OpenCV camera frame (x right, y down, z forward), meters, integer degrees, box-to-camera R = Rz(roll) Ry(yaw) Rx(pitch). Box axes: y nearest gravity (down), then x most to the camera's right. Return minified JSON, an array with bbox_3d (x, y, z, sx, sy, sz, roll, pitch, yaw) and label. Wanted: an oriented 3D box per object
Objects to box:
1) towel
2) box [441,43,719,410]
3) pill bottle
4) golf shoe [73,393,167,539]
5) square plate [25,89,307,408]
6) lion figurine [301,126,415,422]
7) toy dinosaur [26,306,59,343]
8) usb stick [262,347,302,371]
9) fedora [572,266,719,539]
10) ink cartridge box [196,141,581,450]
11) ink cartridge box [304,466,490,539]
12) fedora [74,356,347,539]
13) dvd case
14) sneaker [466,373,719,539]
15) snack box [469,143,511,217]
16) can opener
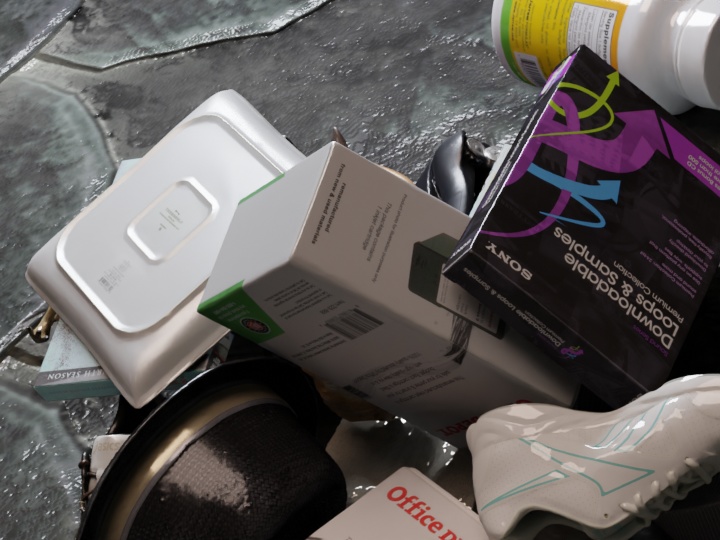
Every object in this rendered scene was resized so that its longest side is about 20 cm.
[{"bbox_3d":[0.050,0.096,1.594,0.132,0.035,0.200,-1,39,30],"label":"towel"},{"bbox_3d":[0.145,-0.026,1.439,0.036,0.143,0.201,-43,12,49],"label":"box"},{"bbox_3d":[0.203,-0.177,1.808,0.199,0.112,0.111,18,51,44],"label":"pill bottle"},{"bbox_3d":[-0.161,0.158,1.576,0.077,0.095,0.201,-8,38,19],"label":"golf shoe"},{"bbox_3d":[-0.120,-0.025,1.625,0.198,0.028,0.200,-41,40,-5],"label":"square plate"},{"bbox_3d":[0.000,0.000,1.591,0.122,0.072,0.202,3,74,39],"label":"lion figurine"},{"bbox_3d":[-0.199,0.017,1.812,0.102,0.058,0.200,-62,12,-23],"label":"toy dinosaur"},{"bbox_3d":[0.027,0.032,1.634,0.199,0.033,0.056,-12,45,17],"label":"usb stick"},{"bbox_3d":[0.202,0.094,1.458,0.176,0.091,0.201,-12,43,17],"label":"fedora"},{"bbox_3d":[0.024,0.020,1.460,0.146,0.199,0.085,-26,39,60],"label":"ink cartridge box"},{"bbox_3d":[0.000,0.224,1.402,0.199,0.084,0.145,-35,37,-17],"label":"ink cartridge box"},{"bbox_3d":[-0.077,0.154,1.474,0.091,0.201,0.200,32,60,34],"label":"fedora"},{"bbox_3d":[-0.131,-0.002,1.649,0.145,0.022,0.201,-6,50,32],"label":"dvd case"},{"bbox_3d":[0.156,0.111,1.354,0.199,0.070,0.081,-13,58,20],"label":"sneaker"},{"bbox_3d":[0.132,-0.025,1.615,0.115,0.037,0.200,17,22,6],"label":"snack box"},{"bbox_3d":[0.079,-0.034,1.736,0.063,0.079,0.200,22,28,-15],"label":"can opener"}]
